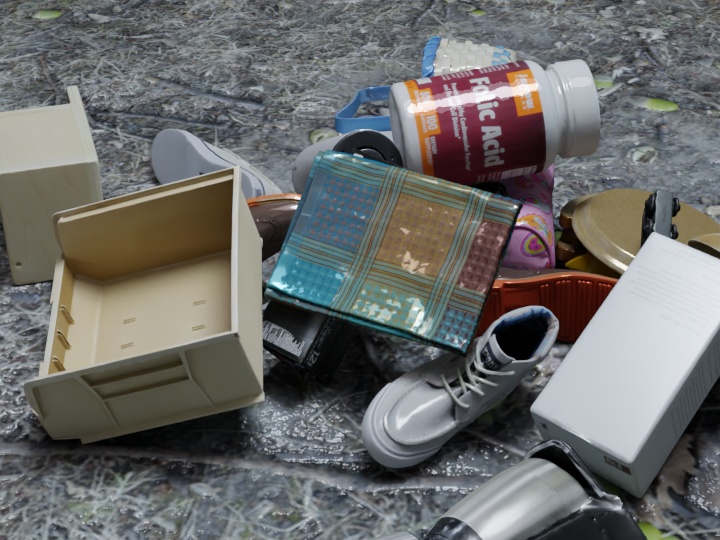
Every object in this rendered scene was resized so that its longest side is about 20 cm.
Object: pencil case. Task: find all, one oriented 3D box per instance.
[{"bbox_3d":[0.167,-0.059,1.269,0.086,0.088,0.201,5,34,7],"label":"pencil case"}]

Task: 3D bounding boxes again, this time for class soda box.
[{"bbox_3d":[-0.018,-0.004,1.087,0.063,0.071,0.202,24,79,29],"label":"soda box"}]

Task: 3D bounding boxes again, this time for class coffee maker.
[{"bbox_3d":[0.094,0.228,0.767,0.198,0.136,0.192,-22,39,-31],"label":"coffee maker"}]

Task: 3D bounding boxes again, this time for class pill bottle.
[{"bbox_3d":[0.134,-0.148,1.201,0.197,0.115,0.115,-11,33,-3],"label":"pill bottle"}]

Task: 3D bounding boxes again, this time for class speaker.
[{"bbox_3d":[-0.017,-0.103,1.254,0.080,0.082,0.200,-8,4,-14],"label":"speaker"}]

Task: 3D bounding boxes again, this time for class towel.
[{"bbox_3d":[0.025,-0.020,1.025,0.198,0.022,0.148,16,76,24],"label":"towel"}]

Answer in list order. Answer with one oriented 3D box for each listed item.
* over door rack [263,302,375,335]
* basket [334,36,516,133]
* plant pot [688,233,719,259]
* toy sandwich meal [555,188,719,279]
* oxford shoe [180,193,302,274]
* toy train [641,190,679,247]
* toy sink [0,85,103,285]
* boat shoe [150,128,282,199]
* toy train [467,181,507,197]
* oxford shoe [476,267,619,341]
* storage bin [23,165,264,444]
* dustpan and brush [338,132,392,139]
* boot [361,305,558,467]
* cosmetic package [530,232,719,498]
[{"bbox_3d":[0.000,0.000,1.199,0.197,0.067,0.148,-2,29,23],"label":"over door rack"},{"bbox_3d":[0.079,-0.185,1.331,0.197,0.141,0.177,2,22,12],"label":"basket"},{"bbox_3d":[0.377,0.031,1.056,0.028,0.200,0.200,-47,42,3],"label":"plant pot"},{"bbox_3d":[0.294,-0.016,1.227,0.202,0.071,0.206,10,33,-7],"label":"toy sandwich meal"},{"bbox_3d":[-0.127,-0.008,1.162,0.198,0.071,0.073,-27,44,10],"label":"oxford shoe"},{"bbox_3d":[0.269,0.022,1.099,0.034,0.046,0.203,11,68,0],"label":"toy train"},{"bbox_3d":[-0.339,-0.097,1.270,0.110,0.132,0.201,-9,34,-15],"label":"toy sink"},{"bbox_3d":[-0.163,-0.108,1.365,0.199,0.072,0.069,26,12,39],"label":"boat shoe"},{"bbox_3d":[0.070,-0.069,1.260,0.198,0.034,0.046,-6,25,39],"label":"toy train"},{"bbox_3d":[0.174,0.022,1.158,0.197,0.072,0.073,2,25,-1],"label":"oxford shoe"},{"bbox_3d":[-0.185,0.030,1.036,0.196,0.094,0.202,-13,45,7],"label":"storage bin"},{"bbox_3d":[0.051,-0.108,1.382,0.138,0.058,0.200,7,24,-14],"label":"dustpan and brush"},{"bbox_3d":[0.088,0.088,1.006,0.199,0.096,0.074,-32,76,-41],"label":"boot"},{"bbox_3d":[0.240,0.076,0.995,0.101,0.074,0.201,27,71,35],"label":"cosmetic package"}]
